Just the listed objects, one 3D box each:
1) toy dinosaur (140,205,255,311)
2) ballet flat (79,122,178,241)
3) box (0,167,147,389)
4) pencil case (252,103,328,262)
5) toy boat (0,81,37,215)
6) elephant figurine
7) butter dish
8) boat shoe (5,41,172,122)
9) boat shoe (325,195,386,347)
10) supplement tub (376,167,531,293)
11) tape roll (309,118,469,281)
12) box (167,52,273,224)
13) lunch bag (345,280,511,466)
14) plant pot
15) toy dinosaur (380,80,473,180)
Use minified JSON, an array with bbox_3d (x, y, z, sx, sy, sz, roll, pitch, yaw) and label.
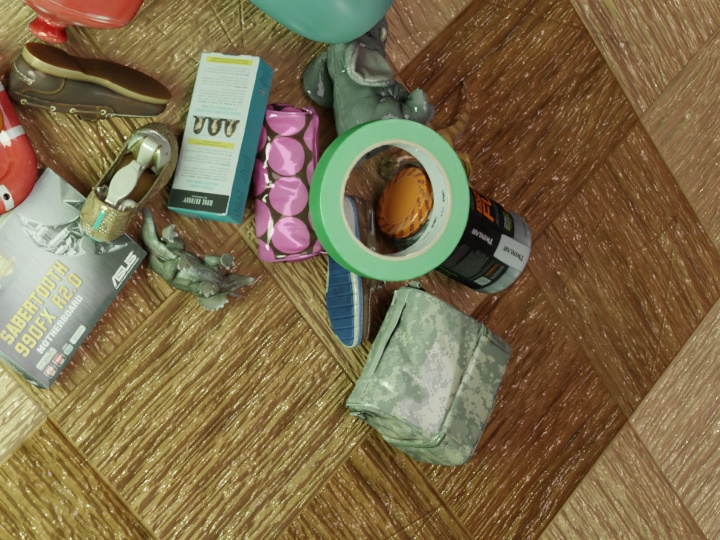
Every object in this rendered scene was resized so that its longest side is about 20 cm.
[{"bbox_3d":[-0.215,-0.006,1.552,0.200,0.102,0.077,29,66,-21],"label":"toy dinosaur"},{"bbox_3d":[-0.257,-0.115,1.499,0.070,0.065,0.200,28,49,-8],"label":"ballet flat"},{"bbox_3d":[-0.362,0.008,1.475,0.158,0.048,0.200,45,66,-26],"label":"box"},{"bbox_3d":[-0.088,-0.111,1.635,0.091,0.093,0.201,-18,104,-71],"label":"pencil case"},{"bbox_3d":[-0.420,-0.153,1.388,0.130,0.131,0.201,-31,105,-30],"label":"toy boat"},{"bbox_3d":[-0.004,-0.254,1.688,0.141,0.155,0.200,-29,97,14],"label":"elephant figurine"},{"bbox_3d":[-0.326,-0.325,1.446,0.199,0.200,0.148,18,103,-33],"label":"butter dish"},{"bbox_3d":[-0.315,-0.208,1.503,0.200,0.070,0.070,11,120,-40],"label":"boat shoe"},{"bbox_3d":[0.000,0.000,1.703,0.072,0.072,0.201,-4,91,-35],"label":"boat shoe"},{"bbox_3d":[0.125,-0.056,1.751,0.200,0.122,0.123,26,75,-35],"label":"supplement tub"},{"bbox_3d":[0.037,-0.087,1.616,0.200,0.048,0.201,-1,93,-20],"label":"tape roll"},{"bbox_3d":[-0.169,-0.162,1.580,0.049,0.082,0.201,31,69,-67],"label":"box"},{"bbox_3d":[0.084,0.136,1.717,0.168,0.139,0.200,36,69,-29],"label":"lunch bag"},{"bbox_3d":[-0.046,-0.379,1.611,0.161,0.200,0.201,41,68,-35],"label":"plant pot"},{"bbox_3d":[0.117,-0.174,1.791,0.200,0.060,0.106,-38,108,-29],"label":"toy dinosaur"}]
